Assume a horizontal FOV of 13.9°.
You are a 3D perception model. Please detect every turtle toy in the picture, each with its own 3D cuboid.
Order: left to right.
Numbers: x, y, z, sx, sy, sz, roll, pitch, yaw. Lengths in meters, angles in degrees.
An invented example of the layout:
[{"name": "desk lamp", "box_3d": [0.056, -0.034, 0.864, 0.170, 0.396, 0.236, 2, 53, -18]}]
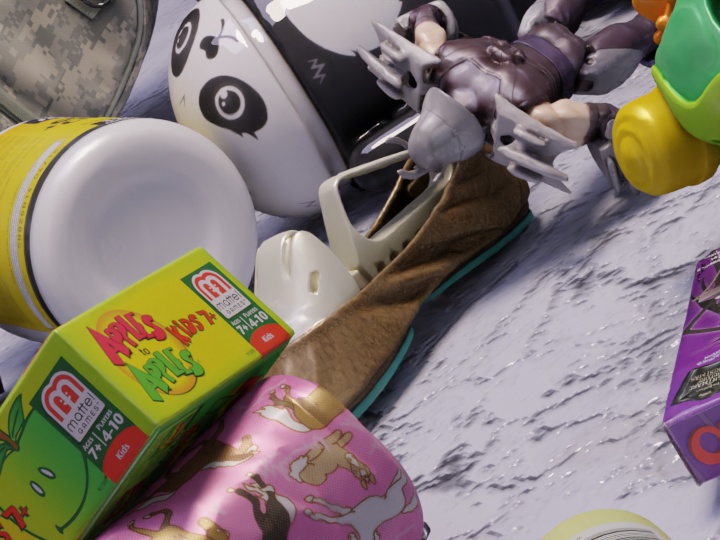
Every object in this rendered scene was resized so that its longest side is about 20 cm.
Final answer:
[{"name": "turtle toy", "box_3d": [0.174, -0.094, 1.041, 0.145, 0.102, 0.200, -22, 11, -23]}]

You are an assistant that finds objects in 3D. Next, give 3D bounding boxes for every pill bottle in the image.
[{"name": "pill bottle", "box_3d": [-0.135, -0.018, 1.427, 0.112, 0.112, 0.200, -38, 18, -19]}]

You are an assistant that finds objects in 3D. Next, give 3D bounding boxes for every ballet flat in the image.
[{"name": "ballet flat", "box_3d": [0.000, 0.000, 1.198, 0.068, 0.073, 0.200, -16, 23, 49]}]

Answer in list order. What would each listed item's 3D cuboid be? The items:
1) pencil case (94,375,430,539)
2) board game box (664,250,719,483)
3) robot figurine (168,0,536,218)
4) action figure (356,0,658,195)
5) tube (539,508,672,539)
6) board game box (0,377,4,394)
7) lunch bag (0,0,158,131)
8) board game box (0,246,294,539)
[{"name": "pencil case", "box_3d": [-0.065, 0.122, 0.946, 0.200, 0.087, 0.083, -43, 22, -32]}, {"name": "board game box", "box_3d": [0.192, -0.008, 0.927, 0.199, 0.032, 0.120, -26, 22, 22]}, {"name": "robot figurine", "box_3d": [0.002, -0.113, 1.420, 0.199, 0.125, 0.150, -33, 8, -4]}, {"name": "action figure", "box_3d": [0.085, -0.088, 1.230, 0.200, 0.130, 0.070, -37, -24, -32]}, {"name": "tube", "box_3d": [0.090, 0.119, 0.753, 0.200, 0.052, 0.058, -134, 60, -70]}, {"name": "board game box", "box_3d": [-0.268, 0.076, 1.407, 0.199, 0.032, 0.120, -22, -4, -8]}, {"name": "lunch bag", "box_3d": [-0.190, -0.139, 1.761, 0.168, 0.139, 0.200, -48, 12, 11]}, {"name": "board game box", "box_3d": [-0.111, 0.091, 1.005, 0.200, 0.048, 0.102, -54, -9, 28]}]
